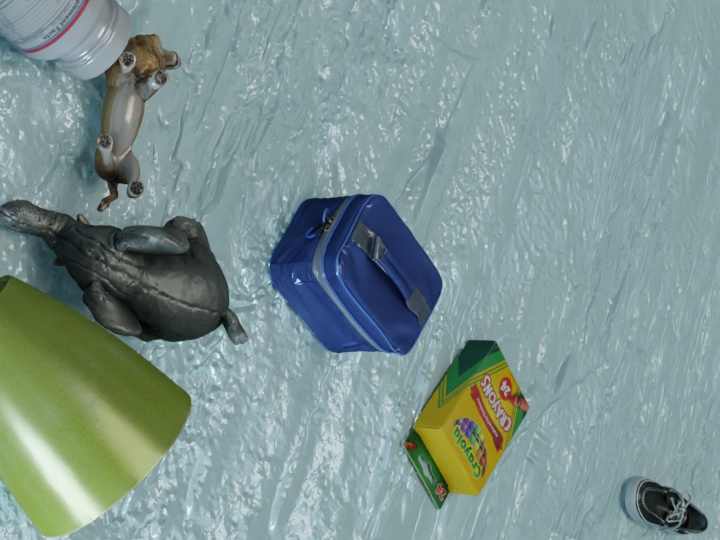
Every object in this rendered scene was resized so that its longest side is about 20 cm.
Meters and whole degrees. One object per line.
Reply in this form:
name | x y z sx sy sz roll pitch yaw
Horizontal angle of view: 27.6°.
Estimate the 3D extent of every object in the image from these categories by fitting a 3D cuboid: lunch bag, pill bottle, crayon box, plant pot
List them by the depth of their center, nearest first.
plant pot | -0.291 0.108 1.348 0.200 0.187 0.187 50 52 -18
pill bottle | -0.309 -0.267 1.366 0.200 0.108 0.109 39 60 -43
lunch bag | 0.000 0.000 1.709 0.200 0.132 0.136 51 53 -37
crayon box | 0.142 0.205 1.935 0.200 0.051 0.127 -54 128 -35

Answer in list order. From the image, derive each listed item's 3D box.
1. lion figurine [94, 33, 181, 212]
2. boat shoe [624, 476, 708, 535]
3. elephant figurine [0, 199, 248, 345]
lion figurine | -0.236 -0.149 1.466 0.072 0.122 0.201 22 81 -17
boat shoe | 0.490 0.381 2.329 0.199 0.068 0.074 38 61 -42
elephant figurine | -0.229 0.003 1.422 0.200 0.155 0.142 24 55 -57
